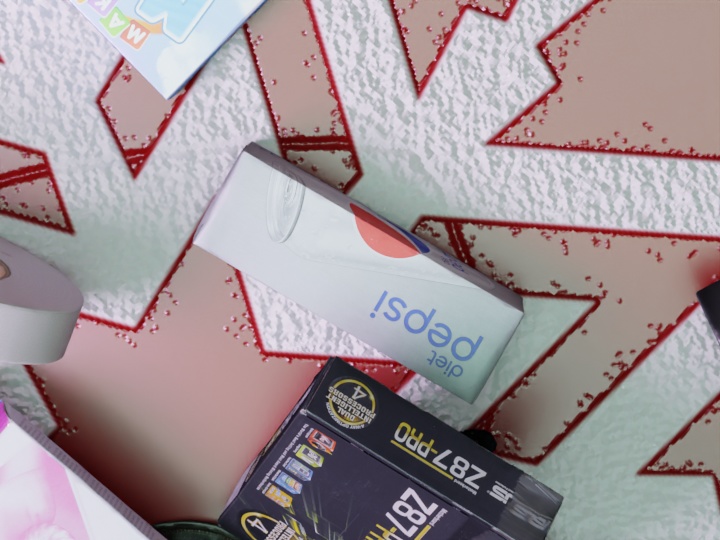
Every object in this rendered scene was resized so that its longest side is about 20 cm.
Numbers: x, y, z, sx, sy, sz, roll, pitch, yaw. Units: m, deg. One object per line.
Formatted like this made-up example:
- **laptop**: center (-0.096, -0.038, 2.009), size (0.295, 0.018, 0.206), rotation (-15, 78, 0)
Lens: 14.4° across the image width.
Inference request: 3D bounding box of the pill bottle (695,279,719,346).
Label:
- **pill bottle**: center (0.307, 0.007, 1.699), size (0.199, 0.112, 0.112), rotation (-26, 96, 7)

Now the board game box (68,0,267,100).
- **board game box**: center (-0.099, -0.227, 1.722), size (0.151, 0.037, 0.200), rotation (45, 99, -4)

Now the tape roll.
- **tape roll**: center (-0.261, -0.002, 1.683), size (0.202, 0.203, 0.037), rotation (23, 99, -1)

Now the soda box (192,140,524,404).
- **soda box**: center (0.000, 0.000, 1.737), size (0.199, 0.063, 0.069), rotation (31, 98, -2)

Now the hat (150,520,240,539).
- **hat**: center (-0.112, 0.262, 1.773), size (0.199, 0.081, 0.202), rotation (0, 99, 2)

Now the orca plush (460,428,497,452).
- **orca plush**: center (0.074, 0.129, 1.751), size (0.199, 0.105, 0.071), rotation (30, 67, 4)

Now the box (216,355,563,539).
- **box**: center (0.013, 0.144, 1.701), size (0.161, 0.200, 0.049), rotation (31, 59, -4)

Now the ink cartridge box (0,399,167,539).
- **ink cartridge box**: center (-0.238, 0.190, 1.722), size (0.200, 0.043, 0.197), rotation (40, 93, -4)
